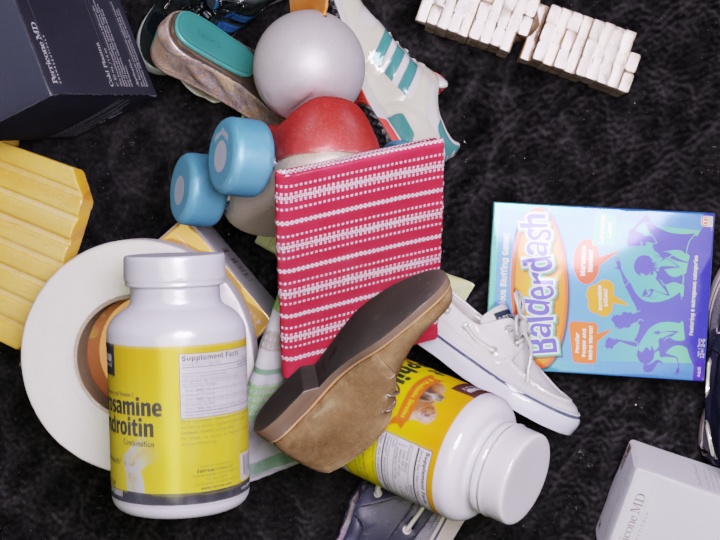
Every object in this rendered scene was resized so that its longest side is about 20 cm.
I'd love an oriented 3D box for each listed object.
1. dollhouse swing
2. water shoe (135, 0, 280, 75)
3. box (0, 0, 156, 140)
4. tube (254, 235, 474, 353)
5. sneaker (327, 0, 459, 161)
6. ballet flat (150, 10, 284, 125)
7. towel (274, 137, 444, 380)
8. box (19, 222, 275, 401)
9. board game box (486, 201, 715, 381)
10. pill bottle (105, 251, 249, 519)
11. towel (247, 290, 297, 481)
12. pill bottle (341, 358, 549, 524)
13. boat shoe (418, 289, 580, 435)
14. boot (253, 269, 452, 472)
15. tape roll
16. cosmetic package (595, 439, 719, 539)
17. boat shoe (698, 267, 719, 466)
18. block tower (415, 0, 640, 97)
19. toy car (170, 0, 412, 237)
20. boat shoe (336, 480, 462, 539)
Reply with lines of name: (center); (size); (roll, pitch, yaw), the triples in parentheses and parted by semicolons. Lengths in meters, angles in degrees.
dollhouse swing: (-0.370, -0.040, 1.112); (0.175, 0.181, 0.201); (22, 94, 43)
water shoe: (-0.125, -0.251, 1.144); (0.199, 0.079, 0.072); (-34, 90, 4)
box: (-0.293, -0.222, 1.092); (0.104, 0.182, 0.201); (-22, 89, 19)
tube: (0.000, 0.000, 1.166); (0.199, 0.058, 0.052); (28, 51, -3)
sneaker: (0.024, -0.176, 1.153); (0.093, 0.070, 0.201); (-18, 79, -30)
ballet flat: (-0.103, -0.165, 1.147); (0.199, 0.068, 0.067); (32, 138, -24)
towel: (-0.001, -0.007, 1.013); (0.144, 0.023, 0.201); (-15, 127, -20)
box: (-0.185, 0.061, 1.150); (0.200, 0.097, 0.125); (-41, 91, 4)
board game box: (0.214, 0.018, 1.153); (0.198, 0.045, 0.153); (3, 93, 4)
pill bottle: (-0.145, 0.088, 1.008); (0.111, 0.112, 0.202); (-1, 93, 3)
towel: (-0.041, 0.085, 1.102); (0.031, 0.149, 0.201); (28, 110, 28)
pill bottle: (0.055, 0.139, 1.064); (0.199, 0.109, 0.110); (20, 94, 33)
boat shoe: (0.119, 0.057, 1.107); (0.202, 0.075, 0.086); (35, 98, 21)
boot: (0.010, 0.081, 1.005); (0.075, 0.074, 0.200); (42, 106, -15)
tape roll: (-0.188, 0.073, 1.083); (0.201, 0.037, 0.204); (0, 93, 3)
cosmetic package: (0.322, 0.237, 1.133); (0.199, 0.074, 0.102); (16, 106, 1)
boat shoe: (0.347, 0.083, 1.124); (0.074, 0.093, 0.202); (4, 93, 3)
block tower: (0.151, -0.215, 1.144); (0.199, 0.058, 0.054); (20, 93, 0)
toy car: (-0.051, -0.140, 1.067); (0.183, 0.177, 0.201); (5, 75, -27)
boat shoe: (0.051, 0.195, 1.145); (0.092, 0.075, 0.201); (26, 94, -6)
